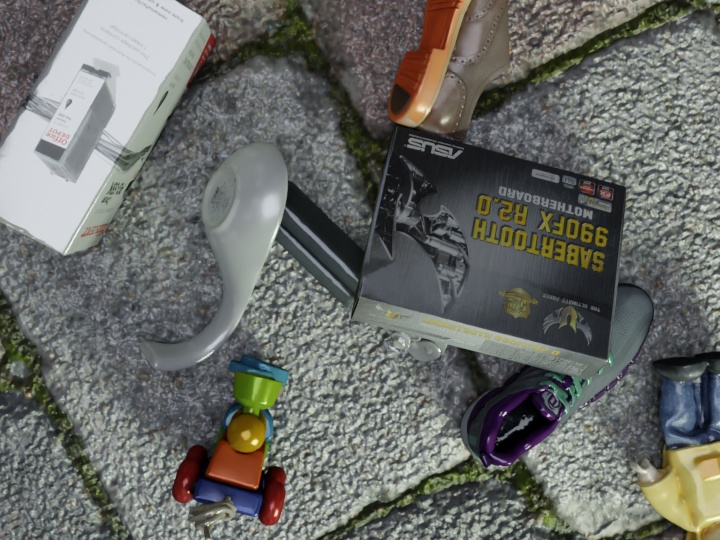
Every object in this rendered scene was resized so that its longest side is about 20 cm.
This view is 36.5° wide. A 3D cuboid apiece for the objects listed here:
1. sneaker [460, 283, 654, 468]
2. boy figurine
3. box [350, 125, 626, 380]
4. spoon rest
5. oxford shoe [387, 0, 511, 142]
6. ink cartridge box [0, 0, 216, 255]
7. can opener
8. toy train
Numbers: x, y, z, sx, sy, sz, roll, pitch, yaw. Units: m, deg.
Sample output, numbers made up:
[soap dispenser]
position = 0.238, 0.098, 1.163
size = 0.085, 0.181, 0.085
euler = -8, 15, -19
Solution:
[sneaker]
position = 0.171, 0.092, 0.892
size = 0.200, 0.088, 0.074
euler = -44, 94, 0
[boy figurine]
position = 0.288, 0.171, 0.915
size = 0.124, 0.064, 0.201
euler = -6, 90, -5
[box]
position = 0.104, -0.015, 0.869
size = 0.199, 0.048, 0.159
euler = 15, 64, -3
[spoon rest]
position = -0.110, -0.010, 0.881
size = 0.060, 0.099, 0.201
euler = 19, 105, -37
[oxford shoe]
position = 0.093, -0.202, 0.891
size = 0.073, 0.071, 0.201
euler = 22, 97, -23
[ink cartridge box]
position = -0.197, -0.118, 0.833
size = 0.083, 0.147, 0.201
euler = 31, 92, -6
[can opener]
position = 0.000, 0.000, 0.904
size = 0.200, 0.053, 0.067
euler = 40, 56, -6
[toy train]
position = -0.089, 0.128, 0.827
size = 0.084, 0.200, 0.116
euler = 15, 88, -3
